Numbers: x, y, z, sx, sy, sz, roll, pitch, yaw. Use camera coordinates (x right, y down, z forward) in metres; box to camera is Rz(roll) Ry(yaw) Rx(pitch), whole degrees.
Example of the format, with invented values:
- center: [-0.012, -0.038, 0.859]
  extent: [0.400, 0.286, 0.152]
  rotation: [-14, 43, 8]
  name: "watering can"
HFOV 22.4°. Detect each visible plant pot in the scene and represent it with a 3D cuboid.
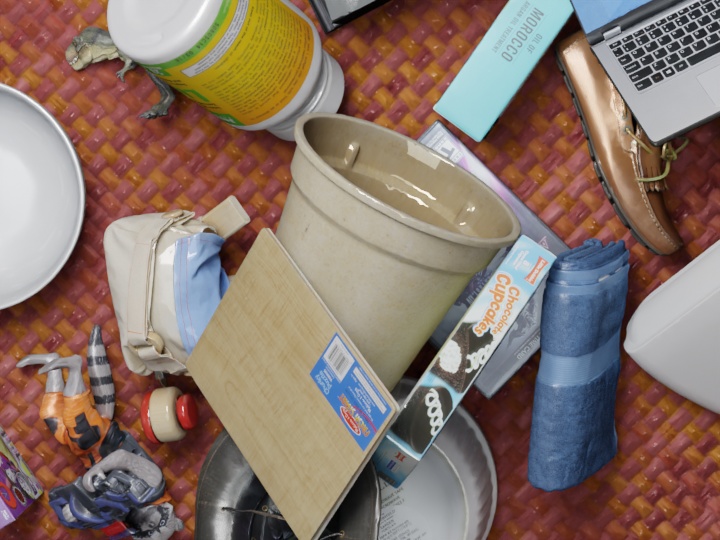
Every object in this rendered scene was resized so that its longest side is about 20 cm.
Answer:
- center: [0.000, 0.000, 1.476]
  extent: [0.200, 0.201, 0.184]
  rotation: [28, 110, 1]
  name: "plant pot"

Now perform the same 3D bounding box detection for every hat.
- center: [-0.043, 0.205, 1.449]
  extent: [0.200, 0.081, 0.202]
  rotation: [-12, 68, 32]
  name: "hat"

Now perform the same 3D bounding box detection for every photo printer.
- center: [0.320, 0.050, 1.464]
  extent: [0.166, 0.070, 0.200]
  rotation: [28, 143, -14]
  name: "photo printer"

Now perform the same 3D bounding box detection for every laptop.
- center: [0.258, -0.232, 1.398]
  extent: [0.187, 0.200, 0.116]
  rotation: [-26, 137, 3]
  name: "laptop"

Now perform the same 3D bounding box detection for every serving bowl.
- center: [-0.328, -0.066, 1.566]
  extent: [0.199, 0.066, 0.201]
  rotation: [1, 97, 5]
  name: "serving bowl"

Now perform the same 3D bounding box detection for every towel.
- center: [0.182, 0.079, 1.502]
  extent: [0.048, 0.112, 0.201]
  rotation: [13, 109, 27]
  name: "towel"

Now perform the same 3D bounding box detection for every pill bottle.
- center: [-0.100, -0.180, 1.460]
  extent: [0.111, 0.200, 0.112]
  rotation: [-14, 63, 30]
  name: "pill bottle"

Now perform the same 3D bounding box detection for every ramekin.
- center: [0.017, 0.194, 1.545]
  extent: [0.199, 0.105, 0.201]
  rotation: [1, 97, 5]
  name: "ramekin"

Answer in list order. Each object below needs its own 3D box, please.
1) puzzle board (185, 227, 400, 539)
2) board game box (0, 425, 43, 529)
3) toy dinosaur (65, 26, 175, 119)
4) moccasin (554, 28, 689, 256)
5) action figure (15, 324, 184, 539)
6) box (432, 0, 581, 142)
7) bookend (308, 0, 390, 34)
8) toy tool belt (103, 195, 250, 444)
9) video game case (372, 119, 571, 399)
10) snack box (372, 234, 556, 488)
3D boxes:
- center: [-0.054, 0.089, 1.404]
  extent: [0.200, 0.017, 0.151]
  rotation: [52, 125, 32]
  name: "puzzle board"
- center: [-0.348, 0.125, 1.564]
  extent: [0.032, 0.120, 0.200]
  rotation: [-32, 94, 8]
  name: "board game box"
- center: [-0.154, -0.178, 1.548]
  extent: [0.199, 0.047, 0.089]
  rotation: [-10, 89, 3]
  name: "toy dinosaur"
- center: [0.229, -0.110, 1.509]
  extent: [0.077, 0.074, 0.202]
  rotation: [-20, 85, 15]
  name: "moccasin"
- center: [-0.208, 0.152, 1.550]
  extent: [0.104, 0.200, 0.194]
  rotation: [-35, 102, -31]
  name: "action figure"
- center: [0.138, -0.201, 1.498]
  extent: [0.049, 0.082, 0.200]
  rotation: [36, 98, 2]
  name: "box"
- center: [0.028, -0.272, 1.440]
  extent: [0.199, 0.199, 0.092]
  rotation: [-26, 94, 9]
  name: "bookend"
- center: [-0.138, 0.043, 1.534]
  extent: [0.122, 0.125, 0.201]
  rotation: [-8, 97, 15]
  name: "toy tool belt"
- center: [0.088, -0.009, 1.558]
  extent: [0.200, 0.019, 0.143]
  rotation: [44, 99, 0]
  name: "video game case"
- center: [0.078, 0.074, 1.444]
  extent: [0.037, 0.116, 0.200]
  rotation: [35, 72, 3]
  name: "snack box"
